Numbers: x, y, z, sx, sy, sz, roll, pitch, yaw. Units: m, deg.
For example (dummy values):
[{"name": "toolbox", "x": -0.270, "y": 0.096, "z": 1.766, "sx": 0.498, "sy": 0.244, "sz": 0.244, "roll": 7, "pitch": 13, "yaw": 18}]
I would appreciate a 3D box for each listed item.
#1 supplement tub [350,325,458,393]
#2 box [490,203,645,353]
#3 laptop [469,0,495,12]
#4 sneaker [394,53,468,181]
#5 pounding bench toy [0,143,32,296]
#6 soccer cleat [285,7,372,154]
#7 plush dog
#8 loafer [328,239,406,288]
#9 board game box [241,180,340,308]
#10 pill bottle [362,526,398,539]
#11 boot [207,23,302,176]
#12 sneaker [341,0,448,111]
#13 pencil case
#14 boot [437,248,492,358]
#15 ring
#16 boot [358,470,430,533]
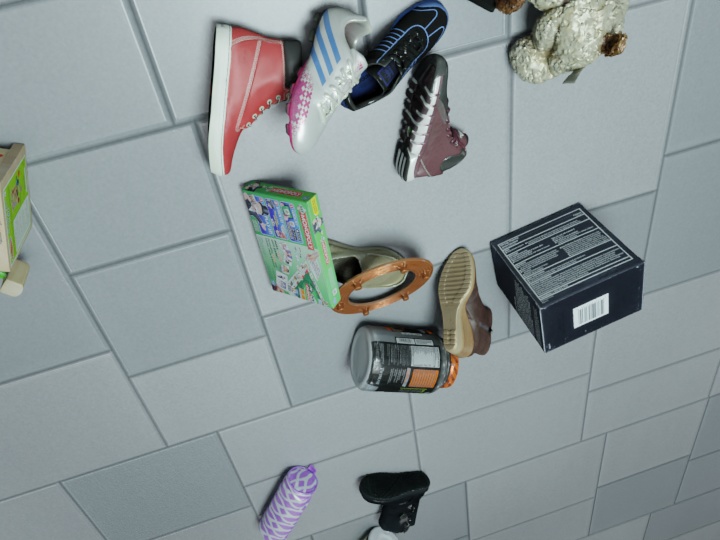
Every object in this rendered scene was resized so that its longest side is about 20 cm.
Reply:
[{"name": "supplement tub", "x": 0.087, "y": 0.177, "z": 1.103, "sx": 0.194, "sy": 0.124, "sz": 0.125, "roll": 8, "pitch": 122, "yaw": -22}, {"name": "box", "x": 0.373, "y": 0.009, "z": 1.029, "sx": 0.195, "sy": 0.200, "sz": 0.125, "roll": -22, "pitch": 130, "yaw": 0}, {"name": "laptop", "x": 0.135, "y": -0.481, "z": 0.740, "sx": 0.197, "sy": 0.116, "sz": 0.190, "roll": -8, "pitch": 132, "yaw": -48}, {"name": "sneaker", "x": 0.127, "y": -0.234, "z": 0.875, "sx": 0.112, "sy": 0.077, "sz": 0.203, "roll": -4, "pitch": 135, "yaw": -21}, {"name": "pounding bench toy", "x": -0.538, "y": -0.058, "z": 0.746, "sx": 0.151, "sy": 0.125, "sz": 0.204, "roll": 3, "pitch": 123, "yaw": -19}, {"name": "soccer cleat", "x": -0.040, "y": -0.251, "z": 0.743, "sx": 0.084, "sy": 0.070, "sz": 0.206, "roll": 13, "pitch": 85, "yaw": 17}, {"name": "plush dog", "x": 0.289, "y": -0.378, "z": 0.779, "sx": 0.198, "sy": 0.161, "sz": 0.173, "roll": -36, "pitch": 111, "yaw": 10}, {"name": "loafer", "x": 0.000, "y": 0.000, "z": 0.989, "sx": 0.194, "sy": 0.069, "sz": 0.077, "roll": 8, "pitch": 121, "yaw": -22}, {"name": "board game box", "x": -0.108, "y": -0.039, "z": 0.901, "sx": 0.029, "sy": 0.131, "sz": 0.204, "roll": -48, "pitch": 141, "yaw": -40}, {"name": "pill bottle", "x": 0.019, "y": 0.801, "z": 1.514, "sx": 0.112, "sy": 0.115, "sz": 0.202, "roll": 23, "pitch": 115, "yaw": -29}, {"name": "boot", "x": -0.143, "y": -0.225, "z": 0.792, "sx": 0.140, "sy": 0.073, "sz": 0.205, "roll": 3, "pitch": 119, "yaw": -21}, {"name": "sneaker", "x": 0.050, "y": -0.298, "z": 0.795, "sx": 0.198, "sy": 0.079, "sz": 0.070, "roll": -38, "pitch": 126, "yaw": 11}, {"name": "pencil case", "x": -0.167, "y": 0.546, "z": 1.305, "sx": 0.085, "sy": 0.084, "sz": 0.203, "roll": -13, "pitch": 139, "yaw": -54}, {"name": "boot", "x": 0.214, "y": 0.068, "z": 1.102, "sx": 0.165, "sy": 0.071, "sz": 0.207, "roll": 10, "pitch": 86, "yaw": -55}, {"name": "ring", "x": 0.040, "y": 0.035, "z": 0.992, "sx": 0.195, "sy": 0.020, "sz": 0.201, "roll": -17, "pitch": 158, "yaw": -7}, {"name": "boot", "x": 0.072, "y": 0.591, "z": 1.409, "sx": 0.195, "sy": 0.077, "sz": 0.172, "roll": 2, "pitch": 119, "yaw": -26}]
